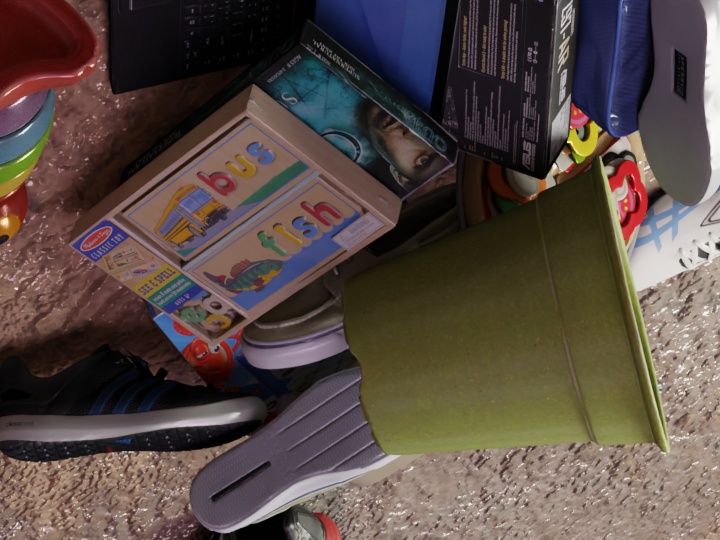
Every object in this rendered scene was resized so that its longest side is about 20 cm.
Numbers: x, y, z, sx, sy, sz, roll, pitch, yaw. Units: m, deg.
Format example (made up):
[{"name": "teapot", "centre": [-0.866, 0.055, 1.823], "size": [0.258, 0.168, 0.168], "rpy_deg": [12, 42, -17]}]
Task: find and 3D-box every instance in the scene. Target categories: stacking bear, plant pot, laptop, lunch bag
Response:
[{"name": "stacking bear", "centre": [-0.241, -0.085, 1.407], "size": [0.121, 0.114, 0.200], "rpy_deg": [-31, 158, -28]}, {"name": "plant pot", "centre": [0.091, 0.042, 1.511], "size": [0.189, 0.201, 0.200], "rpy_deg": [-13, 143, 8]}, {"name": "laptop", "centre": [-0.050, -0.160, 1.429], "size": [0.199, 0.104, 0.178], "rpy_deg": [-14, 144, -16]}, {"name": "lunch bag", "centre": [0.169, -0.198, 1.507], "size": [0.136, 0.132, 0.201], "rpy_deg": [-33, 148, -24]}]

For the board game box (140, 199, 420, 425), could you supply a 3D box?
[{"name": "board game box", "centre": [-0.040, 0.016, 1.684], "size": [0.199, 0.056, 0.196], "rpy_deg": [-30, 142, 3]}]

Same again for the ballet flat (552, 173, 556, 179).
[{"name": "ballet flat", "centre": [0.125, -0.006, 1.682], "size": [0.064, 0.202, 0.075], "rpy_deg": [1, 180, 31]}]

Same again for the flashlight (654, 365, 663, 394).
[{"name": "flashlight", "centre": [0.158, 0.104, 1.894], "size": [0.199, 0.068, 0.068], "rpy_deg": [-3, 141, -26]}]

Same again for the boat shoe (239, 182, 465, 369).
[{"name": "boat shoe", "centre": [0.000, 0.000, 1.601], "size": [0.199, 0.072, 0.062], "rpy_deg": [-29, 125, -11]}]

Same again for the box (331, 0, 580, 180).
[{"name": "box", "centre": [0.060, -0.163, 1.465], "size": [0.044, 0.159, 0.201], "rpy_deg": [-56, 157, -35]}]

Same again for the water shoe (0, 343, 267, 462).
[{"name": "water shoe", "centre": [-0.167, 0.088, 1.642], "size": [0.199, 0.079, 0.072], "rpy_deg": [-4, 161, -9]}]

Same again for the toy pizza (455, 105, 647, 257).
[{"name": "toy pizza", "centre": [0.144, -0.062, 1.625], "size": [0.199, 0.032, 0.202], "rpy_deg": [-3, 95, -43]}]

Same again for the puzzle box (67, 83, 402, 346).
[{"name": "puzzle box", "centre": [-0.085, -0.032, 1.509], "size": [0.133, 0.026, 0.200], "rpy_deg": [37, 133, -22]}]

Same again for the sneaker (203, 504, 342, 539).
[{"name": "sneaker", "centre": [-0.115, 0.254, 1.898], "size": [0.200, 0.071, 0.098], "rpy_deg": [-33, 142, 3]}]

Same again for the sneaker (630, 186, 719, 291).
[{"name": "sneaker", "centre": [0.289, -0.039, 1.807], "size": [0.199, 0.073, 0.072], "rpy_deg": [-32, 144, 8]}]

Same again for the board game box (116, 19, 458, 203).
[{"name": "board game box", "centre": [-0.049, -0.069, 1.501], "size": [0.135, 0.028, 0.200], "rpy_deg": [36, 133, -22]}]

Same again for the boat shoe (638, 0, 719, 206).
[{"name": "boat shoe", "centre": [0.226, -0.127, 1.468], "size": [0.070, 0.071, 0.201], "rpy_deg": [-31, 140, -22]}]

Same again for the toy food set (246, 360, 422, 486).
[{"name": "toy food set", "centre": [0.017, 0.083, 1.711], "size": [0.199, 0.061, 0.143], "rpy_deg": [-34, 143, 21]}]

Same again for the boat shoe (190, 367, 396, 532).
[{"name": "boat shoe", "centre": [-0.031, 0.124, 1.636], "size": [0.199, 0.072, 0.062], "rpy_deg": [-27, 170, 13]}]
